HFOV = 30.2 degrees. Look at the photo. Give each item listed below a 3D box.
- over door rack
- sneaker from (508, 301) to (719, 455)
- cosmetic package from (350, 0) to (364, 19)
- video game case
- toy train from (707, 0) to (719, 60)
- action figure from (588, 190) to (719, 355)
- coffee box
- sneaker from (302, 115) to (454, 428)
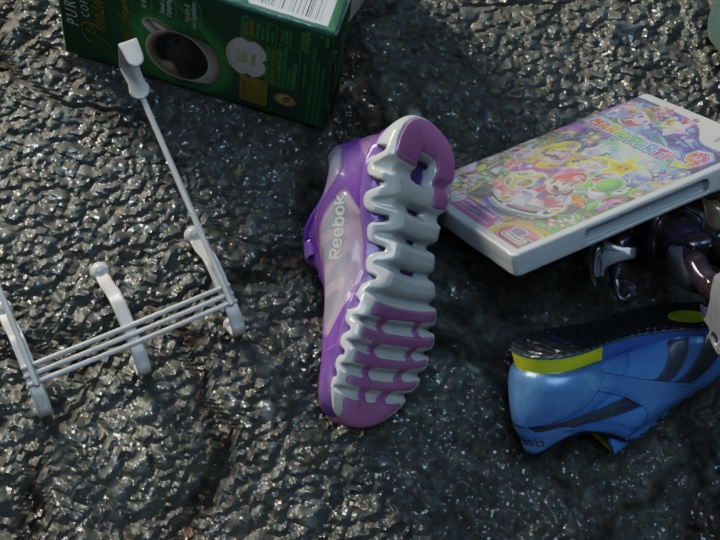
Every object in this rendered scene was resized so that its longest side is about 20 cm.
[{"bbox_3d":[-0.174,-0.027,0.851,0.146,0.067,0.202,-22,90,-16],"label":"over door rack"},{"bbox_3d":[0.183,0.070,0.873,0.198,0.066,0.080,-11,104,-23],"label":"sneaker"},{"bbox_3d":[-0.081,-0.261,0.969,0.199,0.087,0.104,32,64,8],"label":"cosmetic package"},{"bbox_3d":[0.152,-0.063,0.898,0.198,0.018,0.143,-22,28,-16],"label":"video game case"},{"bbox_3d":[0.358,-0.185,0.997,0.198,0.086,0.115,-20,59,-16],"label":"toy train"},{"bbox_3d":[0.217,-0.008,0.862,0.129,0.070,0.200,-16,26,-11],"label":"action figure"},{"bbox_3d":[-0.107,-0.171,0.906,0.197,0.123,0.044,17,65,2],"label":"coffee box"},{"bbox_3d":[0.000,0.000,0.870,0.088,0.080,0.203,3,79,39],"label":"sneaker"}]
